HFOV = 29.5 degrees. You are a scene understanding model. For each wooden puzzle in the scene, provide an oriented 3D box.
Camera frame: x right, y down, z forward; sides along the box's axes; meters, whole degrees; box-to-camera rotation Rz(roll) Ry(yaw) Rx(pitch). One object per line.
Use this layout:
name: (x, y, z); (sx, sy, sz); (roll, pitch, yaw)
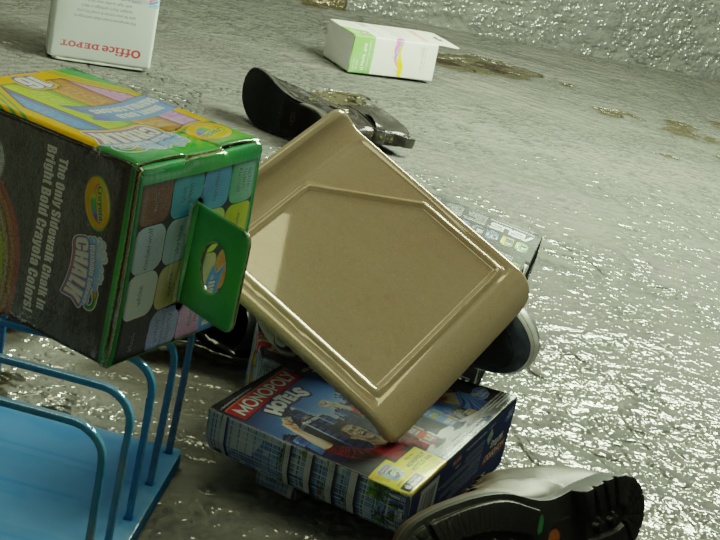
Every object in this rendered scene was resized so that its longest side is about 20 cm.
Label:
wooden puzzle: (0.000, 0.000, 0.947); (0.200, 0.037, 0.185); (44, 51, 5)

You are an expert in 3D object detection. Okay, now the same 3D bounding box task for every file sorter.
file sorter: (-0.188, 0.091, 0.810); (0.139, 0.123, 0.200); (15, 19, 3)

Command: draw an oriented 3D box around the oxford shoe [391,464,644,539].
oxford shoe: (0.088, 0.167, 0.884); (0.200, 0.073, 0.084); (-1, 8, -40)

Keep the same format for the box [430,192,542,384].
box: (0.039, 0.003, 1.198); (0.200, 0.048, 0.193); (21, 45, 9)

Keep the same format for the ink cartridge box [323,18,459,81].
ink cartridge box: (0.052, -0.370, 2.313); (0.200, 0.067, 0.117); (2, 22, -25)

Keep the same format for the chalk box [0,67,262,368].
chalk box: (-0.143, -0.030, 0.808); (0.200, 0.125, 0.124); (23, 22, 23)

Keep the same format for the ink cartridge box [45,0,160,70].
ink cartridge box: (-0.356, -0.393, 1.916); (0.145, 0.200, 0.088); (6, 17, -18)

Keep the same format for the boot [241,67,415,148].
boot: (-0.044, -0.207, 1.822); (0.174, 0.069, 0.200); (-4, 33, -47)

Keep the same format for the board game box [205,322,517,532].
board game box: (-0.019, 0.109, 0.963); (0.200, 0.062, 0.200); (20, 21, 21)

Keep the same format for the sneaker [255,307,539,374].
sneaker: (0.018, 0.035, 0.997); (0.202, 0.077, 0.146); (30, 32, 21)

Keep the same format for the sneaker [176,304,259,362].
sneaker: (-0.071, 0.049, 1.081); (0.200, 0.060, 0.104); (10, 6, 12)
